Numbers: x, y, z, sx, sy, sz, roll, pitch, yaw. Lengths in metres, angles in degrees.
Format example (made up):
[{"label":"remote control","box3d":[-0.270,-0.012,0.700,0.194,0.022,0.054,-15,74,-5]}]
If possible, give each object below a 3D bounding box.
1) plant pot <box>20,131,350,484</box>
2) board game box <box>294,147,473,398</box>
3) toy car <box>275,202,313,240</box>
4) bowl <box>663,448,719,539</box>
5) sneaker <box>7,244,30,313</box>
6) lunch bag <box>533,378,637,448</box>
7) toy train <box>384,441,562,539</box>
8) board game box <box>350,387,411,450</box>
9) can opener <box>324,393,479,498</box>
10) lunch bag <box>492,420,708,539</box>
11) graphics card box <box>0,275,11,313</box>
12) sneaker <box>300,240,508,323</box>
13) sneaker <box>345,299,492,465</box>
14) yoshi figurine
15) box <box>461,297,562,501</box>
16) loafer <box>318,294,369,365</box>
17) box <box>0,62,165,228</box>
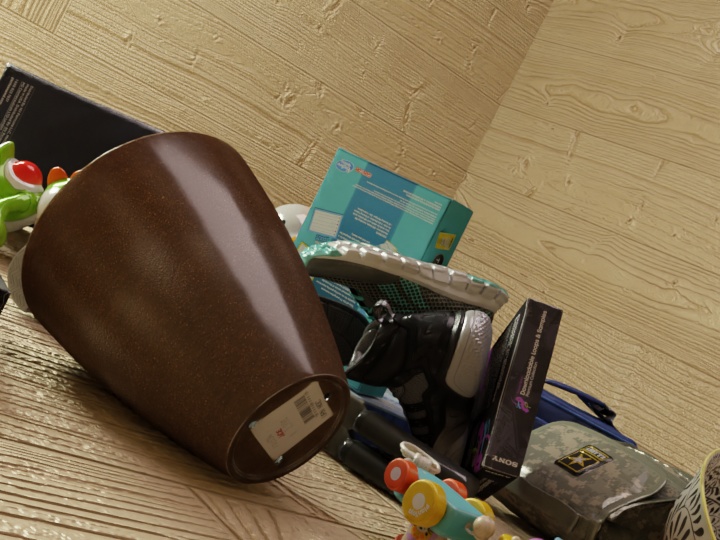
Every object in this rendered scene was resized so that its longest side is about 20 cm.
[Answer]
[{"label":"plant pot","box3d":[-0.099,0.039,0.763,0.200,0.187,0.187,46,13,34]},{"label":"board game box","box3d":[0.000,0.000,1.111,0.151,0.201,0.047,28,4,36]},{"label":"toy car","box3d":[-0.091,-0.009,1.359,0.184,0.201,0.177,27,2,-7]},{"label":"bowl","box3d":[0.317,0.262,0.963,0.200,0.094,0.201,33,35,-27]},{"label":"sneaker","box3d":[-0.185,0.027,0.950,0.199,0.081,0.115,26,4,-5]},{"label":"lunch bag","box3d":[0.205,0.188,1.244,0.199,0.133,0.136,26,2,-10]},{"label":"toy train","box3d":[0.096,0.198,0.791,0.200,0.056,0.150,31,1,9]},{"label":"board game box","box3d":[-0.019,0.125,1.150,0.199,0.044,0.199,26,3,-24]},{"label":"can opener","box3d":[0.014,0.146,0.958,0.200,0.053,0.067,30,4,26]},{"label":"lunch bag","box3d":[0.236,0.222,1.080,0.199,0.118,0.164,19,4,-33]},{"label":"graphics card box","box3d":[-0.313,-0.014,0.754,0.125,0.051,0.200,26,3,-29]},{"label":"sneaker","box3d":[0.035,0.032,1.005,0.199,0.092,0.078,17,2,-19]},{"label":"sneaker","box3d":[0.044,0.104,0.980,0.113,0.201,0.076,15,40,9]},{"label":"yoshi figurine","box3d":[-0.322,-0.041,1.087,0.199,0.113,0.112,14,-40,8]},{"label":"box","box3d":[0.123,0.119,0.980,0.036,0.144,0.200,17,-17,4]},{"label":"loafer","box3d":[-0.091,0.051,1.032,0.199,0.072,0.063,2,5,-11]},{"label":"box","box3d":[-0.307,-0.102,1.239,0.198,0.124,0.200,22,-14,-5]}]
